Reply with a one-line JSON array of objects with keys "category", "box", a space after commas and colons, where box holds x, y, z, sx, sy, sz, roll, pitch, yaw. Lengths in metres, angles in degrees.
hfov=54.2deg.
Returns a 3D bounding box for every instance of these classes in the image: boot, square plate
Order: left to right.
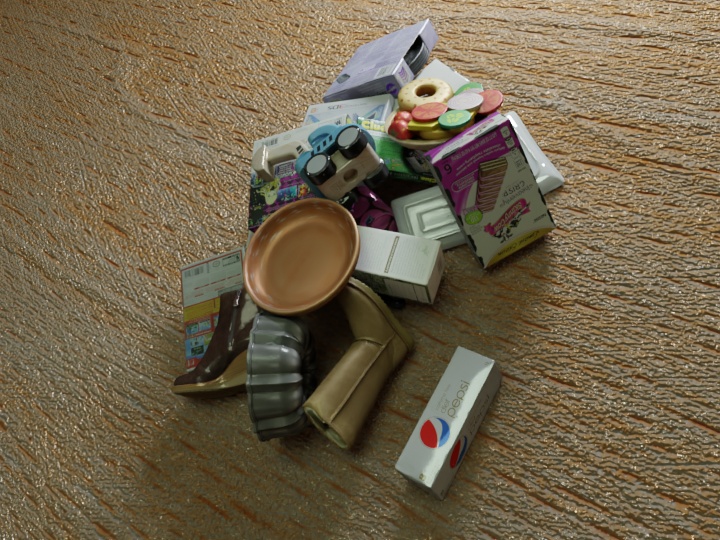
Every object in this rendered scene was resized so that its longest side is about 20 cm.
[{"category": "boot", "box": [-0.233, 0.124, 1.200, 0.198, 0.072, 0.168, -14, 66, 19]}, {"category": "boot", "box": [-0.021, 0.133, 1.052, 0.200, 0.175, 0.066, -51, 12, -28]}, {"category": "square plate", "box": [0.223, -0.180, 1.236, 0.196, 0.028, 0.201, -28, 53, 6]}]

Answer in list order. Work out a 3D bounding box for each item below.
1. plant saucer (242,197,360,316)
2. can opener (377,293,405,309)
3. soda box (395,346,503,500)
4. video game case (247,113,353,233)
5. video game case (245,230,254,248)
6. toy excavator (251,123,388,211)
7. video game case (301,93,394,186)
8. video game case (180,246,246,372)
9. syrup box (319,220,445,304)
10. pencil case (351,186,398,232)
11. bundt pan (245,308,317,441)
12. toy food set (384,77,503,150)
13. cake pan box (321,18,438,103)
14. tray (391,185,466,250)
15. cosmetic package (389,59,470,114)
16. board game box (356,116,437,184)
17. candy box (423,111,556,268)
[{"category": "plant saucer", "box": [-0.088, -0.019, 1.088, 0.198, 0.037, 0.202, -11, 59, 19]}, {"category": "can opener", "box": [0.000, 0.000, 1.200, 0.079, 0.064, 0.199, -46, 53, -9]}, {"category": "soda box", "box": [0.128, 0.216, 1.005, 0.063, 0.068, 0.201, 19, 69, 32]}, {"category": "video game case", "box": [-0.104, -0.168, 1.238, 0.198, 0.036, 0.184, -12, 64, 23]}, {"category": "video game case", "box": [-0.138, -0.039, 1.261, 0.180, 0.024, 0.203, -5, 69, 38]}, {"category": "toy excavator", "box": [-0.075, -0.183, 1.162, 0.194, 0.100, 0.201, -38, 45, 7]}, {"category": "video game case", "box": [-0.042, -0.234, 1.289, 0.180, 0.022, 0.202, -1, 58, 28]}, {"category": "video game case", "box": [-0.257, 0.070, 1.266, 0.141, 0.017, 0.203, -16, 68, 18]}, {"category": "syrup box", "box": [0.028, -0.015, 1.124, 0.198, 0.079, 0.082, 13, 68, 19]}, {"category": "pencil case", "box": [-0.019, -0.118, 1.268, 0.093, 0.091, 0.200, -37, 50, -6]}, {"category": "bundt pan", "box": [-0.112, 0.158, 1.077, 0.075, 0.203, 0.204, -2, 58, 6]}, {"category": "toy food set", "box": [0.135, -0.265, 1.179, 0.196, 0.049, 0.200, 8, 41, 28]}, {"category": "cake pan box", "box": [0.042, -0.399, 1.382, 0.198, 0.052, 0.185, -7, 45, 42]}, {"category": "tray", "box": [0.156, -0.097, 1.180, 0.198, 0.022, 0.109, -17, 83, 9]}, {"category": "cosmetic package", "box": [0.109, -0.286, 1.316, 0.199, 0.085, 0.108, -39, 51, -3]}, {"category": "board game box", "box": [0.086, -0.204, 1.220, 0.197, 0.024, 0.106, 9, 63, -6]}, {"category": "candy box", "box": [0.204, -0.123, 1.101, 0.135, 0.201, 0.061, -30, 24, 4]}]
